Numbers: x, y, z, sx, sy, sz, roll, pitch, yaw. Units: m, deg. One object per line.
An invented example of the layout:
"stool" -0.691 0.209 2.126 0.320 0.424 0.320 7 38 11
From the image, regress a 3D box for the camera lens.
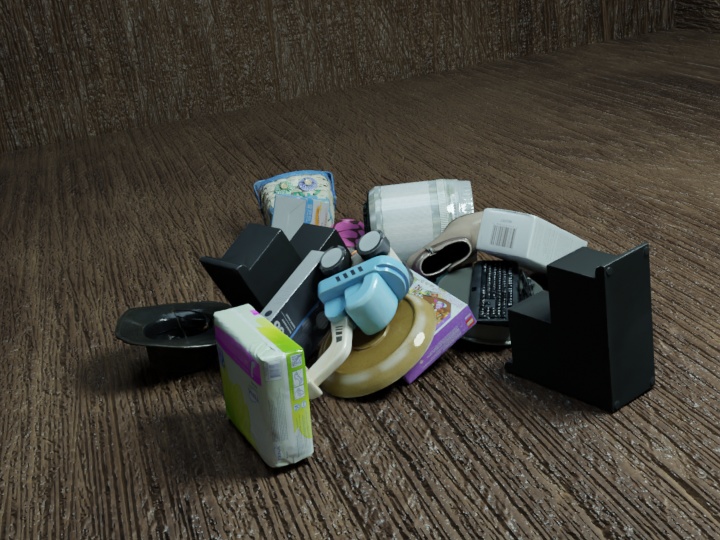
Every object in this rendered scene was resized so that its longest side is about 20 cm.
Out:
"camera lens" 0.107 -0.079 1.836 0.195 0.163 0.160 -6 20 5

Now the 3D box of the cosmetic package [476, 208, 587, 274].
"cosmetic package" 0.284 -0.042 1.674 0.100 0.076 0.199 13 -1 37

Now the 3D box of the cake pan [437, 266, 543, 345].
"cake pan" 0.203 0.050 1.586 0.196 0.037 0.201 2 27 -1

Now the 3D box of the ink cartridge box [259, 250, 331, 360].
"ink cartridge box" -0.095 0.075 1.489 0.039 0.100 0.201 9 51 44

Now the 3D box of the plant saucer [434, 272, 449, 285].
"plant saucer" 0.063 0.045 1.706 0.195 0.037 0.201 -7 21 3

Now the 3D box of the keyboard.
"keyboard" 0.221 0.022 1.555 0.102 0.040 0.201 5 28 6

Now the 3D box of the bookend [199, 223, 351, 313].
"bookend" -0.113 -0.011 1.563 0.091 0.201 0.200 11 55 42

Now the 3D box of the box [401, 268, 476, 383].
"box" 0.066 0.075 1.527 0.136 0.039 0.199 -40 32 -10

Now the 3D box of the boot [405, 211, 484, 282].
"boot" 0.159 -0.038 1.681 0.198 0.071 0.146 -35 4 -5

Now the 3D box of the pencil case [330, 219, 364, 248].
"pencil case" -0.031 -0.034 1.874 0.092 0.093 0.200 3 18 3

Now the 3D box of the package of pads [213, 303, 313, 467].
"package of pads" -0.129 0.149 1.324 0.067 0.158 0.199 -13 19 -22

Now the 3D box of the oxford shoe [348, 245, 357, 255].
"oxford shoe" 0.000 0.000 1.689 0.197 0.074 0.071 11 26 38

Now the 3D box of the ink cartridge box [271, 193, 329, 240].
"ink cartridge box" -0.110 -0.079 1.927 0.066 0.118 0.200 9 3 12

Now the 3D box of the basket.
"basket" -0.130 -0.146 2.136 0.173 0.142 0.201 -11 30 -7

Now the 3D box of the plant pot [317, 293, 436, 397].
"plant pot" 0.017 0.099 1.473 0.197 0.028 0.202 -24 32 15

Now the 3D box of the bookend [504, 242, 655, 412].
"bookend" 0.283 0.055 1.357 0.091 0.203 0.198 -23 24 -32

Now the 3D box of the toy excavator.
"toy excavator" -0.017 0.066 1.445 0.192 0.100 0.202 -24 40 18

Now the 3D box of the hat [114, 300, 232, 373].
"hat" -0.282 0.113 1.590 0.196 0.083 0.201 1 22 -1
